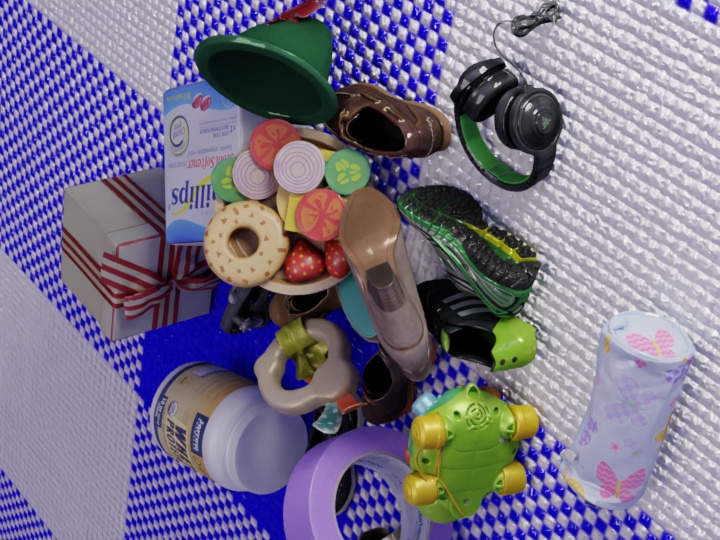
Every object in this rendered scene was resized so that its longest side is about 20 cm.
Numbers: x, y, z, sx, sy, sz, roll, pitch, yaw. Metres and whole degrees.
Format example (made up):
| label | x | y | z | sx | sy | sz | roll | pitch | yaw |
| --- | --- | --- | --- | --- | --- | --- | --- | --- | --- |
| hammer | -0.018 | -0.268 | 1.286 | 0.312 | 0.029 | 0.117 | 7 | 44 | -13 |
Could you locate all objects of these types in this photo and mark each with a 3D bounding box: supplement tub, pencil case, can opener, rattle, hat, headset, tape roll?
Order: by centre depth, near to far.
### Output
| label | x | y | z | sx | sy | sz | roll | pitch | yaw |
| --- | --- | --- | --- | --- | --- | --- | --- | --- | --- |
| pencil case | 0.259 | 0.137 | 1.393 | 0.091 | 0.083 | 0.200 | 24 | 124 | 19 |
| headset | 0.157 | -0.174 | 1.431 | 0.123 | 0.094 | 0.200 | 40 | 147 | 31 |
| hat | -0.067 | -0.280 | 1.620 | 0.199 | 0.176 | 0.166 | 13 | 158 | 22 |
| tape roll | 0.010 | 0.288 | 1.674 | 0.066 | 0.200 | 0.201 | -28 | 82 | 52 |
| rattle | -0.030 | 0.153 | 1.700 | 0.200 | 0.130 | 0.143 | 31 | 152 | 45 |
| can opener | -0.137 | 0.015 | 1.869 | 0.079 | 0.063 | 0.200 | 57 | 141 | 21 |
| supplement tub | -0.179 | 0.214 | 1.935 | 0.200 | 0.144 | 0.145 | 18 | 117 | 48 |

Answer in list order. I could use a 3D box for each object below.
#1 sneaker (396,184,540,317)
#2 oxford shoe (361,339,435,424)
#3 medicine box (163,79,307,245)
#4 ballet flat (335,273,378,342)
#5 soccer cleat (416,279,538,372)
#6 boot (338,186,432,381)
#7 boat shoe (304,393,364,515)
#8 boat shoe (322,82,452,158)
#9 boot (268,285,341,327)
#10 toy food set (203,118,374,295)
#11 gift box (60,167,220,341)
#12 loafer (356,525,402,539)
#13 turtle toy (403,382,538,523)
| label | x | y | z | sx | sy | sz | roll | pitch | yaw |
| --- | --- | --- | --- | --- | --- | --- | --- | --- | --- |
| sneaker | 0.105 | -0.022 | 1.534 | 0.200 | 0.078 | 0.085 | 46 | 140 | 34 |
| oxford shoe | 0.024 | 0.132 | 1.690 | 0.071 | 0.072 | 0.200 | 52 | 149 | 21 |
| medicine box | -0.157 | -0.134 | 1.772 | 0.182 | 0.103 | 0.201 | -2 | 88 | 52 |
| ballet flat | 0.000 | 0.000 | 1.681 | 0.070 | 0.065 | 0.200 | -36 | 61 | 23 |
| soccer cleat | 0.107 | 0.059 | 1.557 | 0.200 | 0.081 | 0.068 | 24 | 122 | 48 |
| boot | 0.032 | 0.021 | 1.566 | 0.200 | 0.070 | 0.146 | -98 | -10 | -48 |
| boat shoe | -0.045 | 0.243 | 1.838 | 0.074 | 0.066 | 0.200 | 43 | 134 | 33 |
| boat shoe | 0.012 | -0.168 | 1.602 | 0.200 | 0.070 | 0.071 | 17 | 119 | 49 |
| boot | -0.073 | 0.035 | 1.787 | 0.200 | 0.075 | 0.074 | -26 | 85 | 54 |
| toy food set | -0.079 | -0.071 | 1.639 | 0.199 | 0.049 | 0.199 | 9 | 92 | 9 |
| gift box | -0.308 | -0.030 | 1.972 | 0.187 | 0.184 | 0.200 | 42 | 140 | 37 |
| loafer | 0.014 | 0.364 | 1.811 | 0.200 | 0.076 | 0.068 | -24 | 84 | 44 |
| turtle toy | 0.107 | 0.206 | 1.586 | 0.101 | 0.145 | 0.201 | -122 | 35 | -54 |
